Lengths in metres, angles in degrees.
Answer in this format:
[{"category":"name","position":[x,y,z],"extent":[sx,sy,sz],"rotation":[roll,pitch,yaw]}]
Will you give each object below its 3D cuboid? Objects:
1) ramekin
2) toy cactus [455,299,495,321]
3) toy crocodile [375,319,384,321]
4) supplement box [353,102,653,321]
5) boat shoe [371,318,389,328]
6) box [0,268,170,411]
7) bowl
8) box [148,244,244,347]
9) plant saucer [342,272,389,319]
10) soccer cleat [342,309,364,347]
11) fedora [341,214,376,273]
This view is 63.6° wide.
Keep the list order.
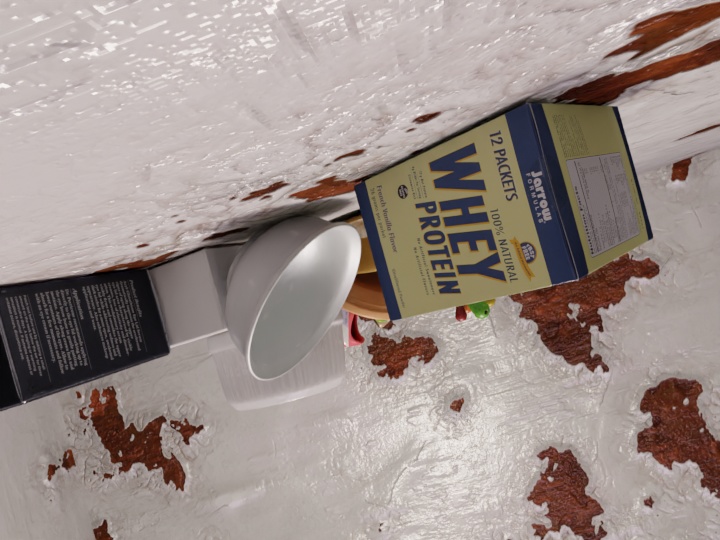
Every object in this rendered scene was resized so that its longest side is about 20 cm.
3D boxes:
[{"category":"ramekin","position":[-0.112,0.126,0.828],"extent":[0.194,0.108,0.200],"rotation":[-12,175,-1]},{"category":"toy cactus","position":[0.130,0.001,0.939],"extent":[0.161,0.204,0.103],"rotation":[-2,147,-25]},{"category":"toy crocodile","position":[0.068,0.043,1.011],"extent":[0.194,0.064,0.068],"rotation":[-10,-165,-9]},{"category":"supplement box","position":[0.138,-0.055,0.558],"extent":[0.197,0.138,0.197],"rotation":[-18,179,43]},{"category":"boat shoe","position":[-0.012,0.025,1.095],"extent":[0.065,0.199,0.072],"rotation":[-44,154,-11]},{"category":"box","position":[-0.330,0.076,0.619],"extent":[0.145,0.107,0.199],"rotation":[-17,179,22]},{"category":"bowl","position":[-0.090,0.015,0.668],"extent":[0.202,0.089,0.203],"rotation":[-48,157,-27]},{"category":"box","position":[-0.227,0.043,0.754],"extent":[0.196,0.100,0.124],"rotation":[-17,179,23]},{"category":"plant saucer","position":[0.000,0.000,0.930],"extent":[0.198,0.199,0.038],"rotation":[-15,139,-52]},{"category":"soccer cleat","position":[-0.032,0.041,1.043],"extent":[0.071,0.206,0.068],"rotation":[4,-161,23]},{"category":"fedora","position":[0.033,-0.044,0.853],"extent":[0.195,0.084,0.201],"rotation":[-18,179,0]}]
